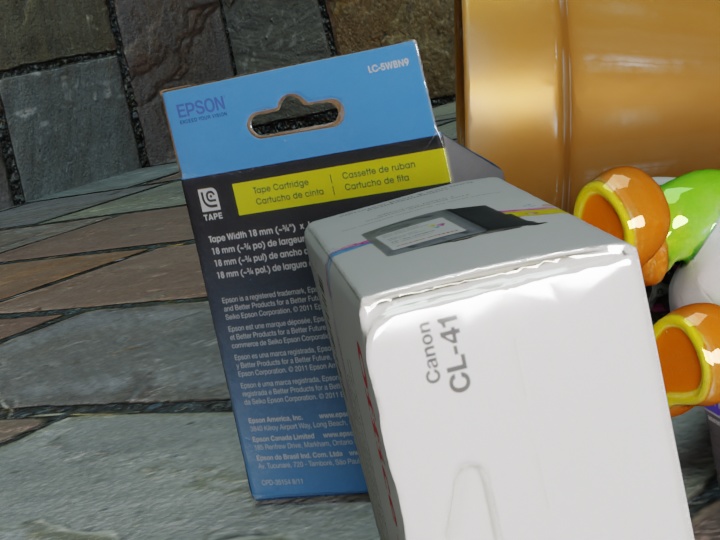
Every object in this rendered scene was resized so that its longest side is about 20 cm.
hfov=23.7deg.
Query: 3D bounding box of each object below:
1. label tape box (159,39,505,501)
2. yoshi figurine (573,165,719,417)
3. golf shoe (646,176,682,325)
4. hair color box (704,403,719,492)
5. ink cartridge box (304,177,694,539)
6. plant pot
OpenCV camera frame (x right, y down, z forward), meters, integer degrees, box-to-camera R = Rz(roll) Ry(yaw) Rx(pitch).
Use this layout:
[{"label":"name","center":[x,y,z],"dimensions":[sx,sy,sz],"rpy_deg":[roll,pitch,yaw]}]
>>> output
[{"label":"label tape box","center":[0.000,0.000,0.800],"dimensions":[0.143,0.202,0.063],"rpy_deg":[-7,10,31]},{"label":"yoshi figurine","center":[0.180,-0.018,0.609],"dimensions":[0.198,0.114,0.112],"rpy_deg":[-14,22,-26]},{"label":"golf shoe","center":[0.180,-0.001,0.737],"dimensions":[0.198,0.073,0.092],"rpy_deg":[17,27,-26]},{"label":"hair color box","center":[0.235,0.052,0.606],"dimensions":[0.198,0.065,0.109],"rpy_deg":[-15,9,-7]},{"label":"ink cartridge box","center":[0.042,0.055,0.567],"dimensions":[0.085,0.149,0.200],"rpy_deg":[-14,10,-5]},{"label":"plant pot","center":[0.149,-0.103,1.021],"dimensions":[0.181,0.202,0.200],"rpy_deg":[-2,9,2]}]
